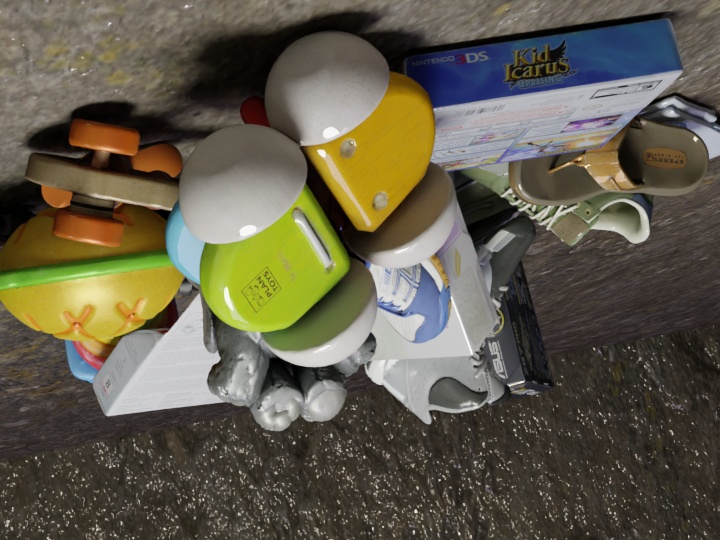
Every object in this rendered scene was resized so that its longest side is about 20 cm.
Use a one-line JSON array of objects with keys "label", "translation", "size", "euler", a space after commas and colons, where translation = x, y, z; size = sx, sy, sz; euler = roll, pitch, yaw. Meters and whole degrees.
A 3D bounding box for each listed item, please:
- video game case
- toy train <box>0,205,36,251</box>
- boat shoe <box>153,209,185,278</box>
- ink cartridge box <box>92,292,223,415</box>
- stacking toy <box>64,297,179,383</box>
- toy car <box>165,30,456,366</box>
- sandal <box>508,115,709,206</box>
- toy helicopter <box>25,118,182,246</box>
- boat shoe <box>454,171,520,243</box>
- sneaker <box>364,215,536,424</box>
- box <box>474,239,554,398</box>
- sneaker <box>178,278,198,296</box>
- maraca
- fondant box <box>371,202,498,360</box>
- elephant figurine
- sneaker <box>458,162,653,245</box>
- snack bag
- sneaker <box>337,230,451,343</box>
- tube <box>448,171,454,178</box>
[{"label": "video game case", "translation": [0.111, -0.122, 1.123], "size": [0.198, 0.046, 0.181], "euler": [-10, 169, -12]}, {"label": "toy train", "translation": [-0.271, -0.024, 1.264], "size": [0.045, 0.034, 0.200], "euler": [-2, 172, 9]}, {"label": "boat shoe", "translation": [-0.161, -0.033, 1.250], "size": [0.199, 0.076, 0.074], "euler": [-26, 160, 24]}, {"label": "ink cartridge box", "translation": [-0.140, 0.059, 1.434], "size": [0.162, 0.057, 0.200], "euler": [-3, 140, -43]}, {"label": "stacking toy", "translation": [-0.226, 0.025, 1.440], "size": [0.115, 0.111, 0.200], "euler": [-7, 158, -12]}, {"label": "toy car", "translation": [-0.046, -0.053, 0.986], "size": [0.149, 0.200, 0.176], "euler": [21, 153, 42]}, {"label": "sandal", "translation": [0.213, -0.093, 1.259], "size": [0.198, 0.081, 0.054], "euler": [-1, -177, -24]}, {"label": "toy helicopter", "translation": [-0.143, -0.056, 1.083], "size": [0.199, 0.080, 0.132], "euler": [8, -177, -33]}, {"label": "boat shoe", "translation": [0.053, -0.029, 1.365], "size": [0.199, 0.062, 0.072], "euler": [-36, 150, 16]}, {"label": "sneaker", "translation": [0.107, 0.054, 1.335], "size": [0.200, 0.116, 0.075], "euler": [-46, 174, 13]}, {"label": "box", "translation": [0.137, 0.024, 1.519], "size": [0.049, 0.202, 0.161], "euler": [-16, 170, 13]}, {"label": "sneaker", "translation": [-0.092, -0.016, 1.374], "size": [0.198, 0.075, 0.118], "euler": [-9, 176, -1]}, {"label": "maraca", "translation": [-0.224, 0.002, 1.146], "size": [0.198, 0.108, 0.137], "euler": [-9, 179, -16]}, {"label": "fondant box", "translation": [0.000, 0.000, 1.270], "size": [0.199, 0.145, 0.058], "euler": [-6, -154, 34]}, {"label": "elephant figurine", "translation": [-0.082, 0.031, 1.211], "size": [0.141, 0.156, 0.200], "euler": [26, -169, -26]}, {"label": "sneaker", "translation": [0.172, -0.067, 1.301], "size": [0.198, 0.091, 0.067], "euler": [4, 158, -28]}, {"label": "snack bag", "translation": [0.247, -0.110, 1.413], "size": [0.187, 0.022, 0.199], "euler": [-20, 165, 32]}, {"label": "sneaker", "translation": [0.005, -0.004, 1.142], "size": [0.075, 0.088, 0.201], "euler": [11, 142, 37]}, {"label": "tube", "translation": [0.011, -0.030, 1.316], "size": [0.200, 0.077, 0.050], "euler": [-52, -179, 43]}]
